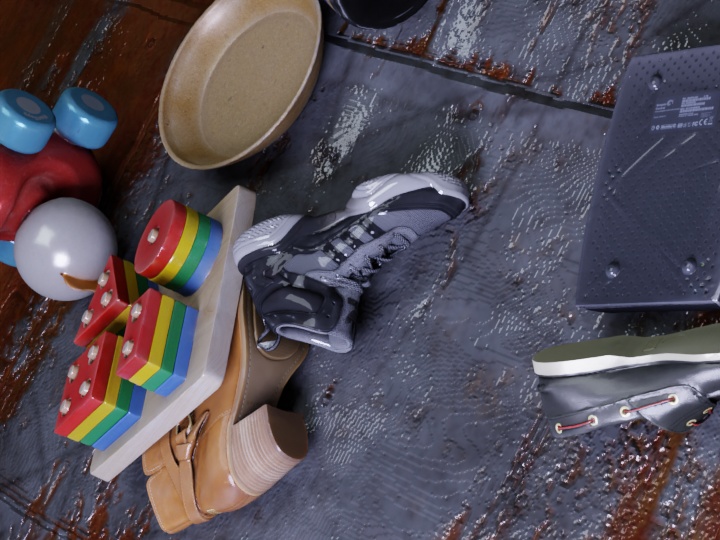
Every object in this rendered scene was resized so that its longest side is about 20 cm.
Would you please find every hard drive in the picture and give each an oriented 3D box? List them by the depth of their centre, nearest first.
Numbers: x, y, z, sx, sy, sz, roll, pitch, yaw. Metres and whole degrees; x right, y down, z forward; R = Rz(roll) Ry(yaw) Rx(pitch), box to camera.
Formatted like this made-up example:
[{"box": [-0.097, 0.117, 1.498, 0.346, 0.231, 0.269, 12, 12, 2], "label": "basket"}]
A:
[{"box": [0.229, -0.063, 1.376, 0.135, 0.042, 0.201, -4, 64, 44], "label": "hard drive"}]

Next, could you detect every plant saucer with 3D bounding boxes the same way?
[{"box": [-0.100, -0.175, 1.765, 0.200, 0.035, 0.201, -24, 51, 33], "label": "plant saucer"}]

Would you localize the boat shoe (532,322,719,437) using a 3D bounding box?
[{"box": [0.213, 0.073, 1.300, 0.201, 0.074, 0.063, -10, 98, 29], "label": "boat shoe"}]

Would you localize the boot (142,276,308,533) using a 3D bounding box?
[{"box": [-0.118, 0.107, 1.600, 0.155, 0.074, 0.201, -34, 42, 32], "label": "boot"}]

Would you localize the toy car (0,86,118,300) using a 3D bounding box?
[{"box": [-0.277, -0.038, 1.813, 0.200, 0.177, 0.185, 45, 116, 20], "label": "toy car"}]

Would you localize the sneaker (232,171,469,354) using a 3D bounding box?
[{"box": [0.000, 0.000, 1.537, 0.199, 0.075, 0.114, -18, 65, 14], "label": "sneaker"}]

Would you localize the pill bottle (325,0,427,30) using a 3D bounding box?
[{"box": [-0.020, -0.304, 1.705, 0.112, 0.112, 0.200, -50, 46, 10], "label": "pill bottle"}]

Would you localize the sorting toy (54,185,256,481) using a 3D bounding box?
[{"box": [-0.179, 0.043, 1.635, 0.200, 0.069, 0.199, -41, 32, 44], "label": "sorting toy"}]
